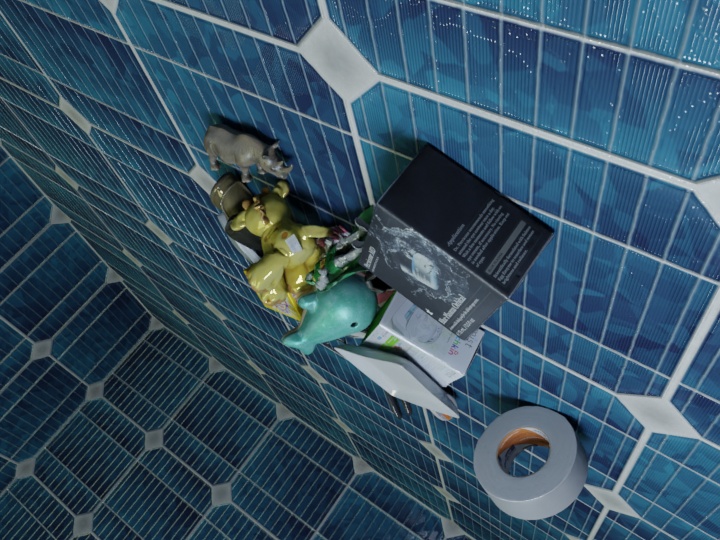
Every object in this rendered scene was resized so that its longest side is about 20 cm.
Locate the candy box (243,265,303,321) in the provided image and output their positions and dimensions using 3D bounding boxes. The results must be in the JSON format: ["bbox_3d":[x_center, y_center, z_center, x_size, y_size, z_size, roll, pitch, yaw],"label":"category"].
[{"bbox_3d":[-0.175,0.047,1.357,0.200,0.026,0.103,12,137,58],"label":"candy box"}]

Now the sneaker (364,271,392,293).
[{"bbox_3d":[0.030,-0.014,1.059,0.200,0.100,0.070,11,144,49],"label":"sneaker"}]

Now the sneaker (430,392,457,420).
[{"bbox_3d":[0.129,0.261,1.487,0.200,0.078,0.112,53,164,-12],"label":"sneaker"}]

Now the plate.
[{"bbox_3d":[0.073,0.202,1.235,0.200,0.032,0.200,7,149,52],"label":"plate"}]

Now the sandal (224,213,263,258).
[{"bbox_3d":[-0.174,-0.039,1.268,0.199,0.043,0.076,25,135,-11],"label":"sandal"}]

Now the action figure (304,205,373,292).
[{"bbox_3d":[-0.041,-0.017,1.080,0.054,0.119,0.200,21,147,-21],"label":"action figure"}]

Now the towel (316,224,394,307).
[{"bbox_3d":[0.000,0.000,1.235,0.200,0.030,0.146,41,159,-7],"label":"towel"}]

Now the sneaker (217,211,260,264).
[{"bbox_3d":[-0.234,-0.061,1.439,0.200,0.071,0.073,48,165,4],"label":"sneaker"}]

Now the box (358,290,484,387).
[{"bbox_3d":[0.107,0.132,1.207,0.176,0.097,0.200,30,159,1],"label":"box"}]

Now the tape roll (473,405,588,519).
[{"bbox_3d":[0.313,0.352,1.203,0.200,0.200,0.066,11,145,49],"label":"tape roll"}]

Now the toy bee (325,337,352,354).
[{"bbox_3d":[-0.046,0.054,1.323,0.200,0.131,0.109,47,124,25],"label":"toy bee"}]

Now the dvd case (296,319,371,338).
[{"bbox_3d":[-0.048,0.125,1.470,0.150,0.025,0.200,18,168,-19],"label":"dvd case"}]

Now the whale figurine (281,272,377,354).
[{"bbox_3d":[-0.054,0.091,1.198,0.159,0.200,0.104,34,-163,-43],"label":"whale figurine"}]

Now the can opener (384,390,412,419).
[{"bbox_3d":[0.068,0.250,1.516,0.201,0.063,0.079,62,-157,9],"label":"can opener"}]

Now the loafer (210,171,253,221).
[{"bbox_3d":[-0.244,-0.131,1.315,0.067,0.076,0.200,32,168,14],"label":"loafer"}]

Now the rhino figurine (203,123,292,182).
[{"bbox_3d":[-0.192,-0.198,1.106,0.199,0.060,0.088,21,142,32],"label":"rhino figurine"}]

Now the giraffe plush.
[{"bbox_3d":[-0.150,-0.061,1.165,0.162,0.172,0.200,54,157,27],"label":"giraffe plush"}]

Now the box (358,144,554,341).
[{"bbox_3d":[0.116,-0.029,0.874,0.200,0.118,0.197,37,159,8],"label":"box"}]
